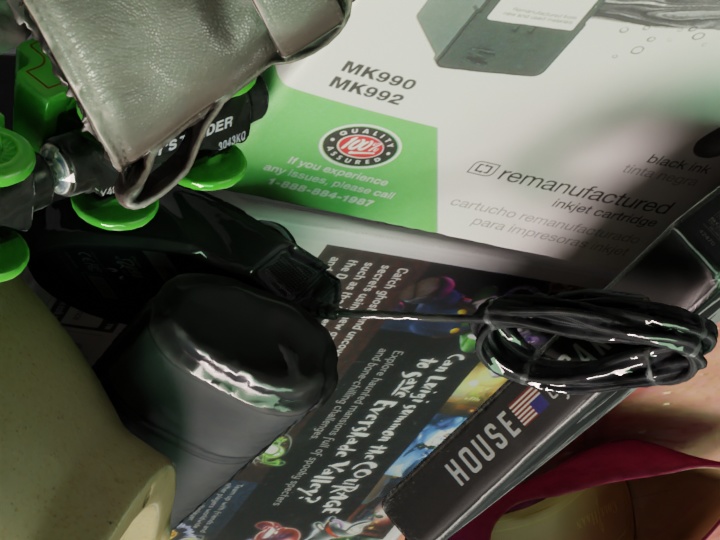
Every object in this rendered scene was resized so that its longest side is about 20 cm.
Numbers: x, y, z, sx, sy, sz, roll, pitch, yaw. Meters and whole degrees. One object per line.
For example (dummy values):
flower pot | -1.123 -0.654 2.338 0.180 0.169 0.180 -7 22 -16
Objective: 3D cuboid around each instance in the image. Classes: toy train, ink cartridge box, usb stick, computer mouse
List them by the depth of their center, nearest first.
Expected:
toy train | -0.107 -0.021 0.695 0.200 0.056 0.042 -24 138 -37
ink cartridge box | 0.059 -0.097 0.758 0.145 0.084 0.200 11 142 -27
computer mouse | 0.000 0.000 0.771 0.199 0.034 0.059 9 154 19
usb stick | -0.059 0.047 0.830 0.055 0.033 0.200 22 156 -12

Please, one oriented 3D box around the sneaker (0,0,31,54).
sneaker | -0.103 -0.105 0.723 0.078 0.080 0.200 14 164 -26

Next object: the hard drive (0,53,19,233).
hard drive | -0.082 -0.011 0.891 0.199 0.038 0.140 0 145 -16

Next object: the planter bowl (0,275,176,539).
planter bowl | -0.130 0.079 0.755 0.134 0.201 0.201 24 144 6

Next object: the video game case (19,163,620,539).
video game case | -0.041 0.037 0.920 0.181 0.023 0.200 9 141 -25

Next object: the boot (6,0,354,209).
boot | -0.022 -0.131 0.595 0.173 0.069 0.201 -24 103 -3

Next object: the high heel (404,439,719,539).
high heel | 0.073 0.100 0.999 0.096 0.200 0.068 -14 103 17

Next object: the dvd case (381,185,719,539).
dvd case | 0.105 -0.002 0.859 0.200 0.025 0.150 -34 171 -47
